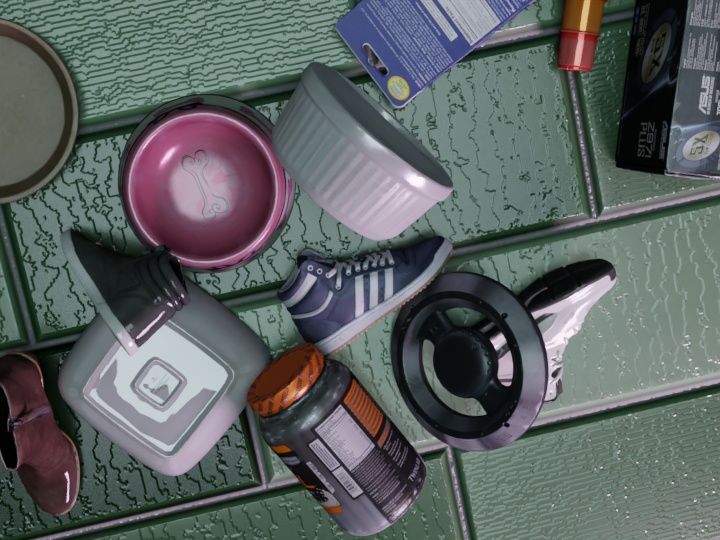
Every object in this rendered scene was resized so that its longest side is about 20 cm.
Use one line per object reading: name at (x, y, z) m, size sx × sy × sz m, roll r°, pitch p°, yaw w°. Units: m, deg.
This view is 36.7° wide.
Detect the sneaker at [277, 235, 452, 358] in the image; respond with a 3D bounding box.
sneaker at (0.000, 0.000, 1.214) m, size 0.200 × 0.070 × 0.109 m, roll -37°, pitch 101°, yaw 4°

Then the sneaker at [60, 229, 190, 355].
sneaker at (-0.246, 0.002, 1.155) m, size 0.099 × 0.200 × 0.071 m, roll -34°, pitch 137°, yaw -12°

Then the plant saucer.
plant saucer at (-0.403, -0.172, 1.175) m, size 0.198 × 0.029 × 0.202 m, roll -1°, pitch 97°, yaw -4°

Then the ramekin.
ramekin at (-0.004, -0.118, 1.140) m, size 0.202 × 0.203 × 0.094 m, roll 39°, pitch 106°, yaw -9°

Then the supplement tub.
supplement tub at (-0.028, 0.184, 1.200) m, size 0.122 × 0.123 × 0.200 m, roll -38°, pitch 107°, yaw 1°

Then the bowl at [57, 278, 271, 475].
bowl at (-0.222, 0.119, 1.210) m, size 0.199 × 0.075 × 0.200 m, roll 39°, pitch 94°, yaw -8°

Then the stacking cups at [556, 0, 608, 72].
stacking cups at (0.248, -0.323, 1.198) m, size 0.060 × 0.061 × 0.202 m, roll 9°, pitch 98°, yaw -6°

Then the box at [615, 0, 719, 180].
box at (0.351, -0.202, 1.170) m, size 0.085 × 0.164 × 0.202 m, roll 5°, pitch 98°, yaw -6°

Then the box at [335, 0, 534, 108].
box at (0.081, -0.286, 1.200) m, size 0.200 × 0.032 × 0.121 m, roll -39°, pitch 99°, yaw -1°

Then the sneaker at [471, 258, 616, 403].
sneaker at (0.223, 0.077, 1.252) m, size 0.200 × 0.076 × 0.116 m, roll -33°, pitch 107°, yaw 8°

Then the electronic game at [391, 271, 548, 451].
electronic game at (0.117, 0.101, 1.202) m, size 0.199 × 0.041 × 0.202 m, roll 6°, pitch 101°, yaw 36°

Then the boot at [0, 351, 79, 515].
boot at (-0.359, 0.190, 1.159) m, size 0.072 × 0.166 × 0.201 m, roll -13°, pitch 99°, yaw -3°

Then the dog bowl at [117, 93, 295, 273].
dog bowl at (-0.169, -0.091, 1.185) m, size 0.198 × 0.074 × 0.202 m, roll -1°, pitch 98°, yaw -4°
